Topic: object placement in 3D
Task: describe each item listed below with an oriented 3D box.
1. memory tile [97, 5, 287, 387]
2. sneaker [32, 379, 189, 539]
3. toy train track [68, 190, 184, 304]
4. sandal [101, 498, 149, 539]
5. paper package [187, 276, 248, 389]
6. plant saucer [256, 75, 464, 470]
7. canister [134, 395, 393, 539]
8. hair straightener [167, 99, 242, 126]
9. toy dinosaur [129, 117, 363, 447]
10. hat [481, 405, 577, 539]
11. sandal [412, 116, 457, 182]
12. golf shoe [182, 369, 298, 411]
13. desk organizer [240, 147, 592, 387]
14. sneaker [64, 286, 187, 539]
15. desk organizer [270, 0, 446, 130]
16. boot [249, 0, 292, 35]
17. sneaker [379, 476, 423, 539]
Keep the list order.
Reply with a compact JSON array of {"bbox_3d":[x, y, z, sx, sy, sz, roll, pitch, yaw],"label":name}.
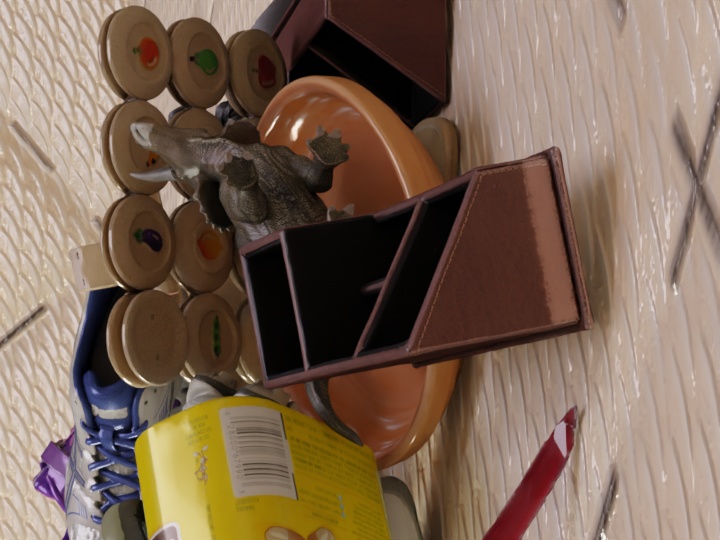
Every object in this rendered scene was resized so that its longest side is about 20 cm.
[{"bbox_3d":[-0.084,-0.037,1.268,0.017,0.153,0.201,-6,83,35],"label":"memory tile"},{"bbox_3d":[-0.146,0.106,1.393,0.080,0.088,0.201,-148,63,-80],"label":"sneaker"},{"bbox_3d":[-0.075,-0.015,1.314,0.032,0.200,0.115,-15,87,41],"label":"toy train track"},{"bbox_3d":[-0.097,0.194,1.176,0.080,0.057,0.201,-120,7,-55],"label":"sandal"},{"bbox_3d":[-0.058,0.089,1.445,0.191,0.103,0.200,112,159,-60],"label":"paper package"},{"bbox_3d":[0.000,0.000,1.199,0.200,0.037,0.201,32,127,55],"label":"plant saucer"},{"bbox_3d":[-0.031,0.171,1.097,0.148,0.086,0.200,30,-139,-52],"label":"canister"},{"bbox_3d":[-0.063,-0.069,1.447,0.200,0.041,0.077,35,-129,-58],"label":"hair straightener"},{"bbox_3d":[-0.032,-0.010,1.160,0.200,0.077,0.102,57,165,7],"label":"toy dinosaur"},{"bbox_3d":[-0.015,0.172,0.950,0.166,0.200,0.176,-43,56,59],"label":"hat"},{"bbox_3d":[-0.005,-0.040,1.298,0.212,0.069,0.078,157,117,-78],"label":"sandal"},{"bbox_3d":[-0.057,0.147,1.252,0.097,0.078,0.200,-57,-45,-32],"label":"golf shoe"},{"bbox_3d":[0.017,0.005,1.002,0.200,0.077,0.072,160,100,-70],"label":"desk organizer"},{"bbox_3d":[-0.136,0.091,1.310,0.088,0.075,0.201,46,-138,-76],"label":"sneaker"},{"bbox_3d":[-0.005,-0.112,1.331,0.200,0.072,0.077,140,131,-76],"label":"desk organizer"},{"bbox_3d":[-0.041,-0.108,1.543,0.075,0.074,0.200,-20,-42,-58],"label":"boot"},{"bbox_3d":[-0.010,0.201,1.206,0.070,0.080,0.201,-119,36,-74],"label":"sneaker"}]
